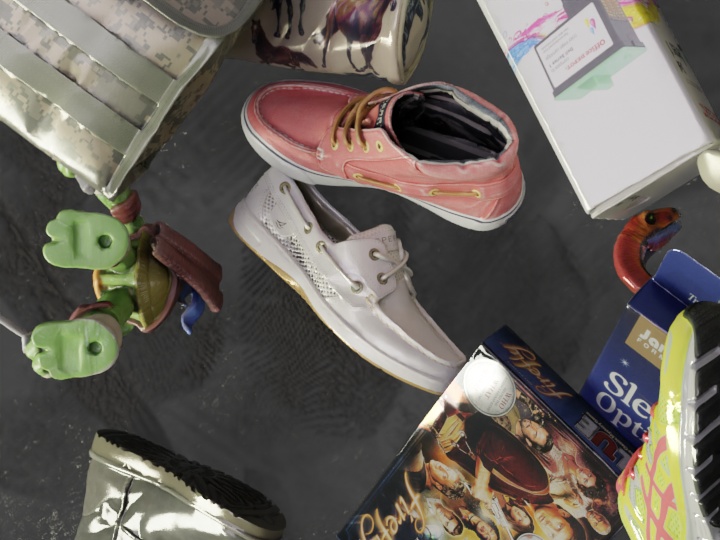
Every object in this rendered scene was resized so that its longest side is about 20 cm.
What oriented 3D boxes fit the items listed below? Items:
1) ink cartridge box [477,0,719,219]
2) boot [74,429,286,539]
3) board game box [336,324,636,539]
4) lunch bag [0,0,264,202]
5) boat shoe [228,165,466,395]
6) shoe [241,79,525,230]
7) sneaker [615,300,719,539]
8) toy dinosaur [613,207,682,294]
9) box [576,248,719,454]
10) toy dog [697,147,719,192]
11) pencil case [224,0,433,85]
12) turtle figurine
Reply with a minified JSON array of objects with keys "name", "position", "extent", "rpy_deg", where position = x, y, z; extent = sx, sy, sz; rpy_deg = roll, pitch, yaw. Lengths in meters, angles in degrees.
[{"name":"ink cartridge box","position":[0.135,-0.138,0.875],"extent":[0.083,0.145,0.202],"rpy_deg":[-28,83,17]},{"name":"boot","position":[-0.150,0.233,1.051],"extent":[0.180,0.072,0.202],"rpy_deg":[20,94,33]},{"name":"board game box","position":[0.083,0.151,0.938],"extent":[0.135,0.035,0.201],"rpy_deg":[43,127,14]},{"name":"lunch bag","position":[-0.150,-0.173,0.903],"extent":[0.163,0.118,0.201],"rpy_deg":[36,104,-5]},{"name":"boat shoe","position":[0.000,0.000,0.977],"extent":[0.200,0.071,0.070],"rpy_deg":[41,106,16]},{"name":"shoe","position":[0.011,-0.091,0.944],"extent":[0.198,0.091,0.072],"rpy_deg":[20,71,14]},{"name":"sneaker","position":[0.172,0.111,0.801],"extent":[0.090,0.078,0.203],"rpy_deg":[17,119,48]},{"name":"toy dinosaur","position":[0.237,0.025,0.850],"extent":[0.180,0.200,0.106],"rpy_deg":[24,86,-13]},{"name":"box","position":[0.189,0.085,0.864],"extent":[0.121,0.032,0.201],"rpy_deg":[38,145,17]},{"name":"toy dog","position":[0.267,-0.055,0.774],"extent":[0.139,0.192,0.203],"rpy_deg":[6,87,57]},{"name":"pencil case","position":[-0.044,-0.179,0.980],"extent":[0.198,0.078,0.090],"rpy_deg":[12,120,21]},{"name":"turtle figurine","position":[-0.196,-0.001,0.973],"extent":[0.199,0.194,0.144],"rpy_deg":[40,93,-6]}]
